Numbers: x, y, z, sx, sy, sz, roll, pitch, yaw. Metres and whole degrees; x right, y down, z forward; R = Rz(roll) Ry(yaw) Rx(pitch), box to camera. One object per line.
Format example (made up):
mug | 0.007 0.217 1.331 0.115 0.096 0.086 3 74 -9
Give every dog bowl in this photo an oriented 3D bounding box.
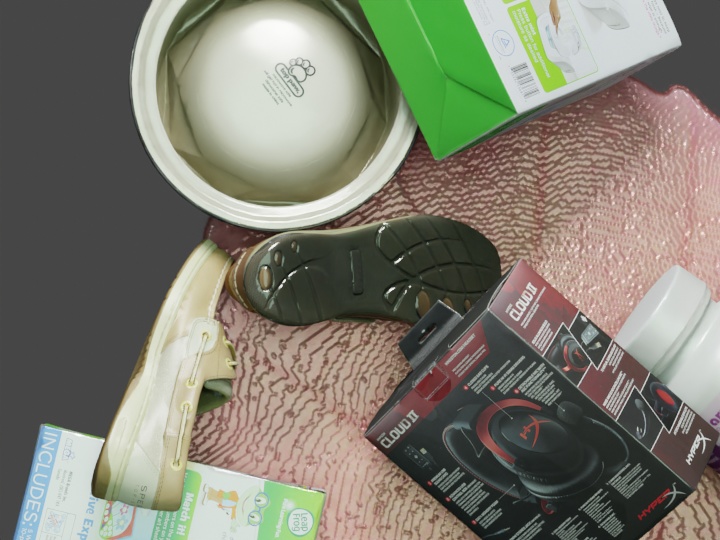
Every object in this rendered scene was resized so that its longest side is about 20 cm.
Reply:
dog bowl | -0.058 -0.123 1.533 0.199 0.074 0.201 0 85 -5

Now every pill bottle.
pill bottle | 0.269 0.088 1.529 0.200 0.112 0.113 36 84 -2

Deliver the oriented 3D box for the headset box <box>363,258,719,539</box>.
headset box | 0.111 0.102 1.494 0.200 0.075 0.149 40 126 -2

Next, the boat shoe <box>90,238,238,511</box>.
boat shoe | -0.116 0.072 1.493 0.066 0.074 0.201 21 61 -2

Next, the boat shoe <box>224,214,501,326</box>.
boat shoe | 0.000 0.000 1.523 0.199 0.074 0.076 1 89 -31

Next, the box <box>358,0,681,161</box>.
box | 0.093 -0.201 1.503 0.176 0.097 0.201 -26 89 -40

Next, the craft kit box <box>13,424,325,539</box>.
craft kit box | -0.141 0.222 1.511 0.196 0.049 0.201 14 85 -2
